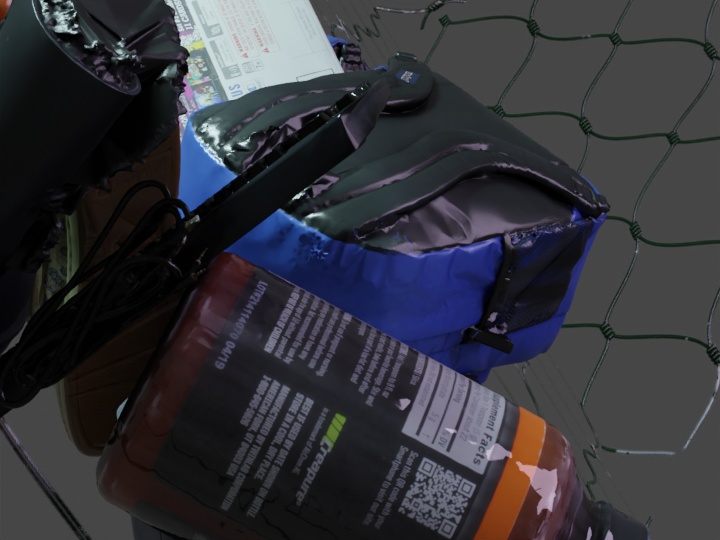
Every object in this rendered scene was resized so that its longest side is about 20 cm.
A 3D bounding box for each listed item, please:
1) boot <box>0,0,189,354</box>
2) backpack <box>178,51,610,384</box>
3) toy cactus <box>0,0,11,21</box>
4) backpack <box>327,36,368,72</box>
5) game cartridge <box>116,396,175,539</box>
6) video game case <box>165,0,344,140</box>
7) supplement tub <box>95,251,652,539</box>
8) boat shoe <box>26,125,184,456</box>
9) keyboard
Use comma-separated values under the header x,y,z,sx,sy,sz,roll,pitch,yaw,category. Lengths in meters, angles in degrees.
x,y,z,sx,sy,sz,roll,pitch,yaw,category
-0.127,-0.042,0.739,0.076,0.168,0.200,39,13,-7,boot
0.000,0.000,0.944,0.162,0.169,0.199,32,26,31,backpack
-0.228,-0.125,0.778,0.165,0.102,0.200,52,15,19,toy cactus
-0.034,-0.031,1.214,0.201,0.162,0.168,54,-13,-22,backpack
-0.022,0.127,0.838,0.200,0.040,0.134,36,22,-39,game cartridge
-0.107,-0.113,1.091,0.036,0.180,0.201,94,-26,-56,video game case
0.007,0.083,0.730,0.199,0.108,0.107,29,12,-2,supplement tub
-0.117,-0.011,0.865,0.063,0.073,0.202,32,-52,41,boat shoe
-0.079,-0.013,0.719,0.040,0.199,0.104,50,16,-10,keyboard
